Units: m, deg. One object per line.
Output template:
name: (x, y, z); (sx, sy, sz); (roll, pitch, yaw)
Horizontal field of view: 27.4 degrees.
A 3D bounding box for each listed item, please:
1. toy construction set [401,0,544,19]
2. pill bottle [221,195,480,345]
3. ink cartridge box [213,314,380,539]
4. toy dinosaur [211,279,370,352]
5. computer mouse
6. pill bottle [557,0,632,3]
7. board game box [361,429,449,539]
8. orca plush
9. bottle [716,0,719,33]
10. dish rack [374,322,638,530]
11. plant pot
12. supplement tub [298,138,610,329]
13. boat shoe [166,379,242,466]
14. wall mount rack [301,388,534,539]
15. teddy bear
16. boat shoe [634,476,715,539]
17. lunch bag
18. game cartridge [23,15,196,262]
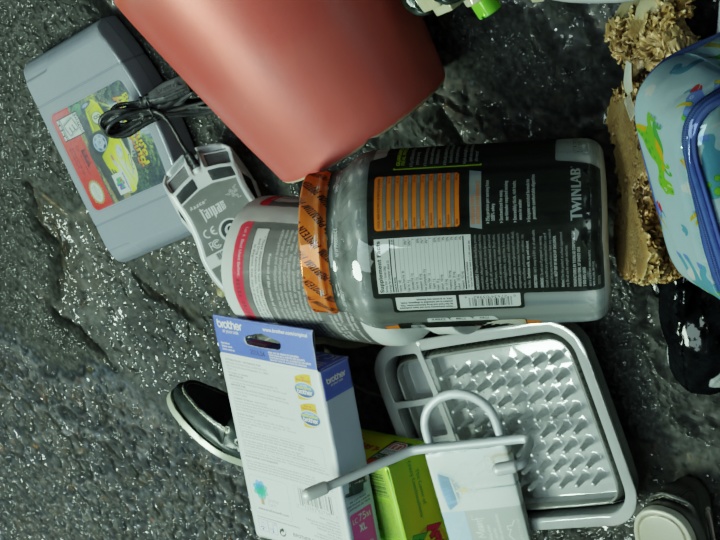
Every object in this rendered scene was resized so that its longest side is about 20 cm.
toy construction set: (0.067, -0.244, 0.967); (0.200, 0.131, 0.092); (49, 156, 0)
pill bottle: (0.000, 0.000, 1.136); (0.200, 0.111, 0.111); (5, 114, 36)
ink cartridge box: (-0.051, 0.128, 1.176); (0.119, 0.042, 0.200); (7, 115, 44)
toy dinosaur: (-0.057, 0.057, 1.254); (0.200, 0.047, 0.088); (17, 115, 27)
computer mouse: (-0.126, -0.065, 1.231); (0.110, 0.044, 0.200); (-27, 101, 2)
pill bottle: (0.132, -0.266, 0.873); (0.109, 0.109, 0.200); (8, 93, 35)
board game box: (0.025, 0.233, 1.223); (0.102, 0.048, 0.200); (5, 116, 46)
orca plush: (0.239, 0.007, 0.981); (0.105, 0.071, 0.200); (36, 129, 19)
bottle: (0.259, -0.180, 0.877); (0.084, 0.065, 0.200); (14, 119, 27)
dish rack: (0.118, 0.119, 1.150); (0.200, 0.044, 0.172); (-12, 103, 41)
plant pot: (-0.044, -0.173, 1.044); (0.200, 0.200, 0.177); (-23, 107, 42)
supplement tub: (0.065, -0.023, 0.986); (0.200, 0.123, 0.123); (-2, 113, 10)
boat shoe: (-0.076, 0.144, 1.290); (0.199, 0.075, 0.066); (36, 116, 13)
wall mount rack: (0.060, 0.197, 1.133); (0.174, 0.075, 0.200); (-10, 108, 19)
teddy bear: (0.196, -0.091, 0.930); (0.145, 0.067, 0.200); (116, 150, -74)
boat shoe: (0.250, 0.247, 1.112); (0.067, 0.057, 0.200); (10, 122, 38)
lunch bag: (0.265, -0.071, 0.834); (0.082, 0.200, 0.161); (49, 162, 59)
game cartridge: (-0.209, -0.114, 1.292); (0.133, 0.041, 0.200); (-20, 98, 38)
